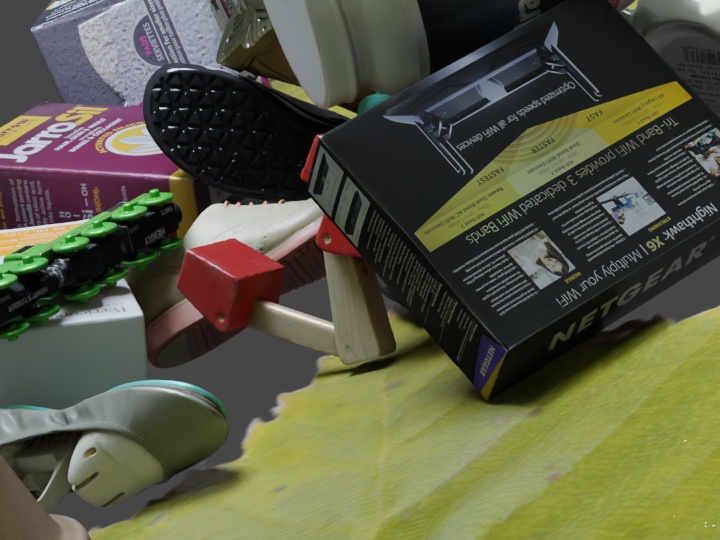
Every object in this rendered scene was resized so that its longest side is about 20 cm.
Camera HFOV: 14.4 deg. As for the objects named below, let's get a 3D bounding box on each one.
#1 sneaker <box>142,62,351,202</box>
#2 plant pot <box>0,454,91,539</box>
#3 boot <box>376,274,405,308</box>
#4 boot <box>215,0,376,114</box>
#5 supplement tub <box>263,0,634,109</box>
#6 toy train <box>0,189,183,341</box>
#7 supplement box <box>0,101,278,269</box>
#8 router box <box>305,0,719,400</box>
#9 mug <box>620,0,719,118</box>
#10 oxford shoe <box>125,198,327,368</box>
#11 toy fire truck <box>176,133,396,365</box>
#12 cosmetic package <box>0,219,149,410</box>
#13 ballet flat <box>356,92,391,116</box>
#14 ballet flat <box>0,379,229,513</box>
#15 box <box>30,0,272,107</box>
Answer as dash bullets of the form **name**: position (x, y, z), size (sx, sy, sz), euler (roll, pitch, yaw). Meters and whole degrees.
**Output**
- **sneaker**: position (-0.048, -0.076, 1.822), size (0.083, 0.199, 0.072), euler (-126, 58, -78)
- **plant pot**: position (-0.239, 0.124, 1.367), size (0.199, 0.175, 0.200), euler (-22, 13, 5)
- **boot**: position (0.078, -0.044, 1.711), size (0.199, 0.068, 0.131), euler (-31, 14, -11)
- **boot**: position (0.024, -0.128, 1.759), size (0.175, 0.199, 0.066), euler (168, 121, -76)
- **supplement tub**: position (0.048, -0.183, 1.603), size (0.199, 0.141, 0.140), euler (-22, 13, -9)
- **toy train**: position (-0.174, -0.004, 1.680), size (0.056, 0.042, 0.200), euler (-4, 16, 32)
- **supplement box**: position (-0.156, -0.043, 1.906), size (0.199, 0.104, 0.131), euler (4, 25, 27)
- **router box**: position (0.096, -0.045, 1.510), size (0.199, 0.157, 0.052), euler (-29, -24, -27)
- **mug**: position (0.217, -0.155, 1.689), size (0.199, 0.148, 0.175), euler (23, 42, 26)
- **oxford shoe**: position (-0.061, -0.022, 1.758), size (0.199, 0.074, 0.071), euler (-31, -22, -4)
- **toy fire truck**: position (0.000, 0.000, 1.599), size (0.200, 0.142, 0.049), euler (33, 25, 26)
- **cosmetic package**: position (-0.194, 0.034, 1.743), size (0.101, 0.072, 0.200), euler (-7, 19, -13)
- **ballet flat**: position (0.034, -0.070, 1.662), size (0.071, 0.067, 0.200), euler (-60, 17, -14)
- **ballet flat**: position (-0.148, 0.105, 1.562), size (0.199, 0.067, 0.064), euler (-9, 47, 47)
- **box**: position (-0.132, -0.117, 2.043), size (0.132, 0.201, 0.115), euler (-21, 15, 8)
